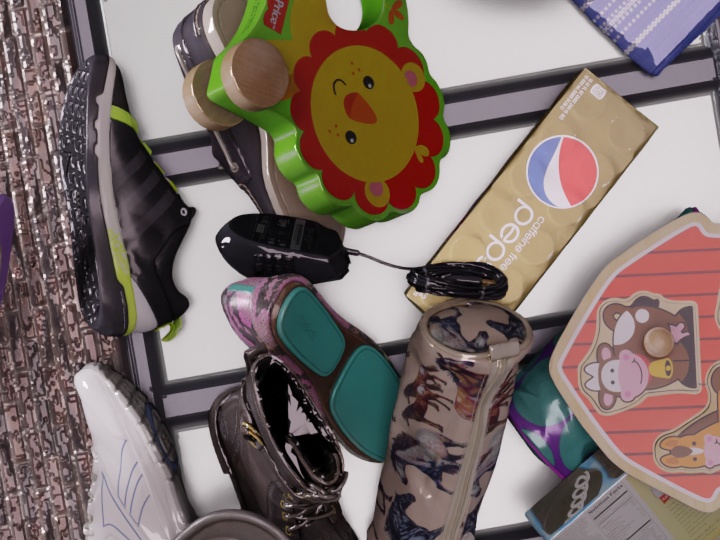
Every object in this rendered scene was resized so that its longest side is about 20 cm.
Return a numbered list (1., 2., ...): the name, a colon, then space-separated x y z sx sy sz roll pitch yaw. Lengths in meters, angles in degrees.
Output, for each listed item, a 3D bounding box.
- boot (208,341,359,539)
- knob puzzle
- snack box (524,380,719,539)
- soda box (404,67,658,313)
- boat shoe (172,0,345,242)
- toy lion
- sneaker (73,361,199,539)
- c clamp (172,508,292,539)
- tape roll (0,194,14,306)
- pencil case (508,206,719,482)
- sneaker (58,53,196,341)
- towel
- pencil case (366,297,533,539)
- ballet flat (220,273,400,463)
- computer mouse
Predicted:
1. boot: -0.040 0.148 1.647 0.069 0.174 0.201 -31 90 -15
2. knob puzzle: 0.223 0.060 1.630 0.218 0.030 0.221 -1 84 5
3. snack box: 0.219 0.140 1.691 0.200 0.037 0.116 -40 130 0
4. soda box: 0.116 -0.040 1.705 0.068 0.064 0.200 38 91 -1
5. boat shoe: -0.071 -0.093 1.718 0.063 0.073 0.201 -17 99 43
6. toy lion: -0.016 -0.137 1.679 0.191 0.069 0.201 26 63 -29
7. sneaker: -0.158 0.161 1.705 0.087 0.075 0.201 -23 90 5
8. c clamp: -0.076 0.259 1.674 0.170 0.027 0.200 -29 104 26
9. tape roll: -0.287 0.040 1.636 0.065 0.200 0.201 14 91 -1
10. pencil case: 0.188 0.054 1.697 0.200 0.085 0.092 -43 122 1
11. sneaker: -0.158 -0.050 1.714 0.082 0.072 0.201 -5 92 -24
12. towel: 0.185 -0.252 1.727 0.200 0.024 0.145 45 92 1
13. pencil case: 0.060 0.114 1.661 0.077 0.089 0.201 -9 125 -34
14. ballet flat: -0.031 0.061 1.682 0.071 0.200 0.069 17 68 40
15. computer mouse: 0.000 0.000 1.657 0.199 0.059 0.034 12 115 2
